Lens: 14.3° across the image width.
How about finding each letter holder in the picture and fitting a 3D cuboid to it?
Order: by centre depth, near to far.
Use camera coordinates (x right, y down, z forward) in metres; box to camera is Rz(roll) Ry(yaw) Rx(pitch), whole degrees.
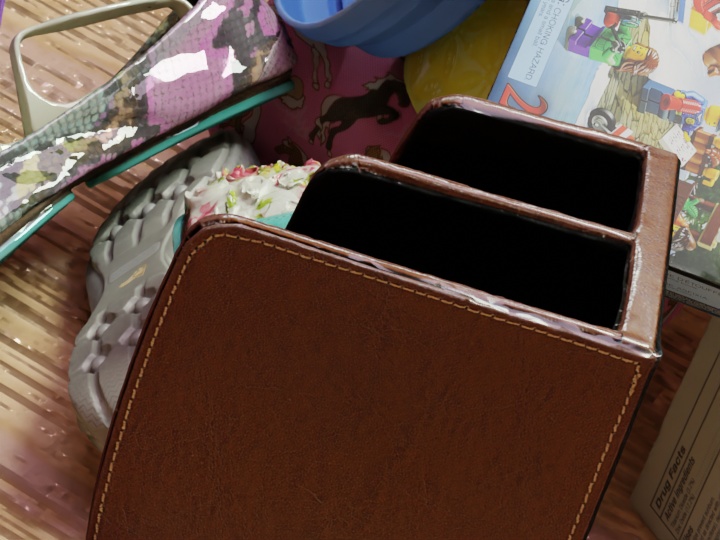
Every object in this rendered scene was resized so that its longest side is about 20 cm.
[{"bbox_3d":[-0.001,0.050,0.874,0.142,0.200,0.101,16,38,-1],"label":"letter holder"}]

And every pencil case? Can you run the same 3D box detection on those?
[{"bbox_3d":[0.041,-0.037,1.097,0.200,0.083,0.087,31,68,16],"label":"pencil case"}]

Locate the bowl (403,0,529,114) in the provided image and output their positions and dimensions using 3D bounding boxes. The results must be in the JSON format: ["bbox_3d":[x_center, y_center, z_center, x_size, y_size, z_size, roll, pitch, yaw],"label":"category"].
[{"bbox_3d":[0.127,-0.085,1.044,0.200,0.108,0.200,16,29,-10],"label":"bowl"}]

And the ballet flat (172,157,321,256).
[{"bbox_3d":[0.000,0.000,0.981,0.200,0.064,0.076,4,70,-72],"label":"ballet flat"}]

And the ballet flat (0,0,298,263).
[{"bbox_3d":[-0.113,-0.048,1.019,0.200,0.069,0.071,-35,97,-21],"label":"ballet flat"}]

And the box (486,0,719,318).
[{"bbox_3d":[0.130,-0.087,0.956,0.137,0.038,0.200,21,75,10],"label":"box"}]

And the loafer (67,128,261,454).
[{"bbox_3d":[-0.058,0.015,1.016,0.070,0.070,0.200,50,23,-22],"label":"loafer"}]

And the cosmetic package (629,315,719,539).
[{"bbox_3d":[0.183,0.106,0.956,0.073,0.104,0.200,-8,45,-30],"label":"cosmetic package"}]

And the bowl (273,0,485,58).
[{"bbox_3d":[0.039,-0.166,1.029,0.039,0.201,0.201,28,34,-20],"label":"bowl"}]

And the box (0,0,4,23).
[{"bbox_3d":[-0.197,-0.137,1.094,0.106,0.122,0.200,5,39,-15],"label":"box"}]
